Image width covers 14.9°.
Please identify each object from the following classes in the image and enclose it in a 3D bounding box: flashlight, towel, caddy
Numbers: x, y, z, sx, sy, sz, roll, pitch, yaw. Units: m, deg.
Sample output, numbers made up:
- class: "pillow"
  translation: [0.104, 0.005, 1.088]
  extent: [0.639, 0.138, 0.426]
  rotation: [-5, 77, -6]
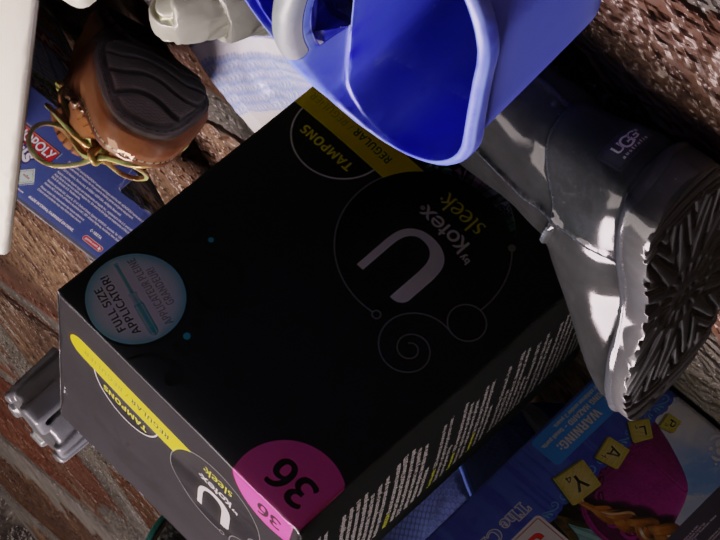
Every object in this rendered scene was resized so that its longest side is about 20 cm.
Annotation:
- class: "flashlight"
  translation: [-0.104, 0.022, 1.500]
  extent: [0.068, 0.200, 0.068]
  rotation: [29, 158, 54]
- class: "towel"
  translation: [-0.056, -0.112, 1.361]
  extent: [0.200, 0.024, 0.147]
  rotation: [52, 164, -18]
- class: "caddy"
  translation: [0.007, -0.118, 0.970]
  extent: [0.141, 0.105, 0.200]
  rotation: [42, 162, 14]

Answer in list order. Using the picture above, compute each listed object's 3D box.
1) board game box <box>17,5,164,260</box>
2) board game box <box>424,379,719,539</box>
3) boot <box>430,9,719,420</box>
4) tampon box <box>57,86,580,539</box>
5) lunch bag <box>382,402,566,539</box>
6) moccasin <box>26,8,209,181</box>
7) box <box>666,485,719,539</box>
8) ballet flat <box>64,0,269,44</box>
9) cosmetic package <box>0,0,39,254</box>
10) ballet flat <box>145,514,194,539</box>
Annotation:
- class: "board game box"
  translation: [-0.184, -0.096, 1.635]
  extent: [0.200, 0.062, 0.200]
  rotation: [41, -167, -42]
- class: "board game box"
  translation: [0.122, 0.167, 1.232]
  extent: [0.200, 0.200, 0.041]
  rotation: [39, 164, 25]
- class: "boot"
  translation: [0.054, -0.045, 1.118]
  extent: [0.200, 0.066, 0.165]
  rotation: [36, 152, 24]
- class: "tampon box"
  translation: [-0.012, 0.025, 1.208]
  extent: [0.150, 0.200, 0.126]
  rotation: [42, 157, 15]
- class: "lunch bag"
  translation: [0.064, 0.154, 1.385]
  extent: [0.132, 0.136, 0.200]
  rotation: [10, -133, -41]
- class: "moccasin"
  translation: [-0.129, -0.084, 1.436]
  extent: [0.074, 0.078, 0.201]
  rotation: [25, -171, -21]
- class: "box"
  translation: [0.160, 0.159, 1.095]
  extent: [0.049, 0.200, 0.161]
  rotation: [34, 161, 40]
- class: "ballet flat"
  translation: [-0.094, -0.135, 1.195]
  extent: [0.200, 0.069, 0.069]
  rotation: [23, 161, 8]
- class: "cosmetic package"
  translation: [-0.210, -0.120, 1.408]
  extent: [0.103, 0.087, 0.200]
  rotation: [-96, 15, -58]
- class: "ballet flat"
  translation: [-0.047, 0.162, 1.310]
  extent: [0.072, 0.072, 0.200]
  rotation: [42, 177, 21]
